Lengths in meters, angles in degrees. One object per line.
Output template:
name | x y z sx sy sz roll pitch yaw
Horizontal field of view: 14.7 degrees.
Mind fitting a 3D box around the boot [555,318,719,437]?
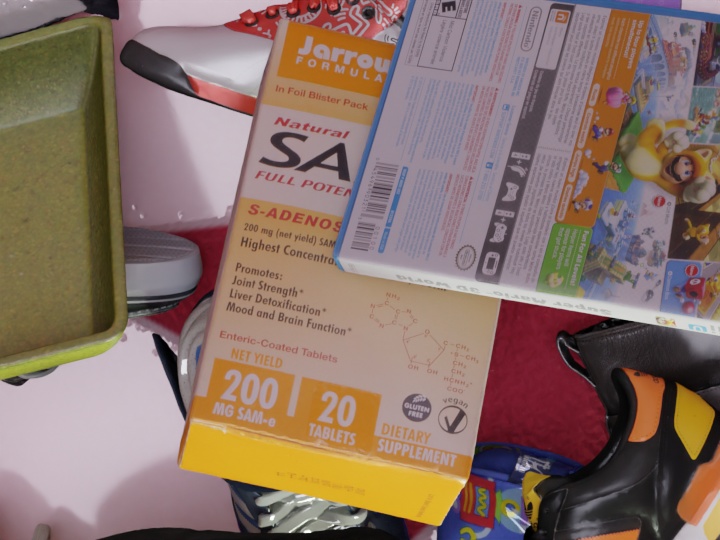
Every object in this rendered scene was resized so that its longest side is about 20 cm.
boot | 0.207 0.081 1.347 0.200 0.069 0.174 -12 95 8

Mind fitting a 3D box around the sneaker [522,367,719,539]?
sneaker | 0.100 0.138 1.295 0.090 0.070 0.200 35 86 -6

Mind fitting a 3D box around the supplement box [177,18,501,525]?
supplement box | 0.000 0.000 1.252 0.126 0.074 0.200 12 67 -3

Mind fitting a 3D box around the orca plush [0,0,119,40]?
orca plush | -0.221 -0.148 1.363 0.200 0.105 0.071 -17 61 14

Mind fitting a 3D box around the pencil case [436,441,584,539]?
pencil case | 0.076 0.182 1.363 0.087 0.078 0.200 8 98 26

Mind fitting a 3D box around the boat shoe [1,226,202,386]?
boat shoe | -0.171 0.021 1.382 0.200 0.072 0.071 -4 103 16

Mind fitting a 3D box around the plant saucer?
plant saucer | -0.201 -0.012 1.325 0.200 0.048 0.200 -14 51 9

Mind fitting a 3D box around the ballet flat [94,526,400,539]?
ballet flat | -0.072 0.149 1.274 0.200 0.068 0.068 -10 88 0

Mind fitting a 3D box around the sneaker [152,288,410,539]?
sneaker | -0.035 0.103 1.331 0.081 0.146 0.200 -19 93 7

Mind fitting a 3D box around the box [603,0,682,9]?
box | 0.128 -0.120 1.300 0.039 0.137 0.200 4 95 3

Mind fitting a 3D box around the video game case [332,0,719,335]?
video game case | 0.101 -0.050 1.197 0.200 0.018 0.143 9 68 19

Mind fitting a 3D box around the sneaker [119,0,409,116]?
sneaker | -0.008 -0.120 1.349 0.201 0.067 0.108 14 96 0

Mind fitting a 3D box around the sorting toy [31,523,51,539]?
sorting toy | -0.104 0.253 1.383 0.200 0.107 0.180 21 118 10
